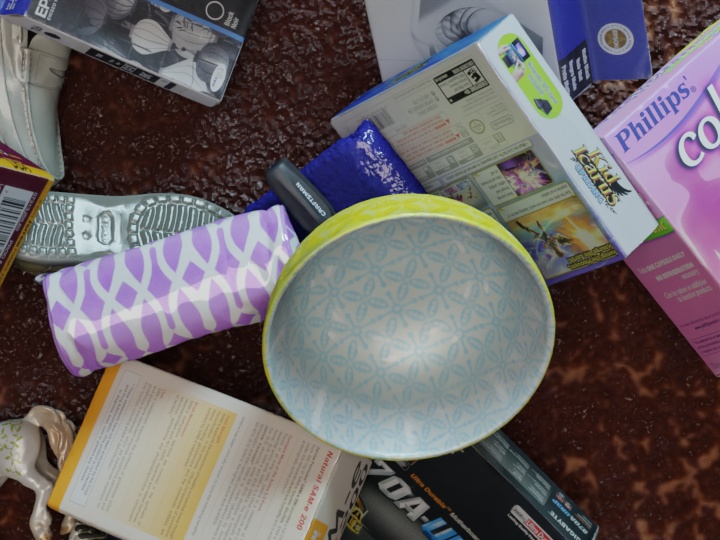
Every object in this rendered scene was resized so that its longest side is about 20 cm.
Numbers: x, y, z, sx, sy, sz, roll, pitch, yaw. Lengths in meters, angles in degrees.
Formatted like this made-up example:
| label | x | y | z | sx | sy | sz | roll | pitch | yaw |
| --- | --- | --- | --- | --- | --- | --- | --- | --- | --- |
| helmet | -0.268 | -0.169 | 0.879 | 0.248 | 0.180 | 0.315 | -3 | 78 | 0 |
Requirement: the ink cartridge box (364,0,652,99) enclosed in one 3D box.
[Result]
| label | x | y | z | sx | sy | sz | roll | pitch | yaw |
| --- | --- | --- | --- | --- | --- | --- | --- | --- | --- |
| ink cartridge box | 0.095 | -0.208 | 1.570 | 0.199 | 0.041 | 0.200 | 2 | 128 | 22 |

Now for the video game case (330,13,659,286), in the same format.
| label | x | y | z | sx | sy | sz | roll | pitch | yaw |
| --- | --- | --- | --- | --- | --- | --- | --- | --- | --- |
| video game case | 0.092 | -0.071 | 1.582 | 0.045 | 0.200 | 0.182 | -41 | 100 | -32 |

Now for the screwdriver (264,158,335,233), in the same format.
| label | x | y | z | sx | sy | sz | roll | pitch | yaw |
| --- | --- | --- | --- | --- | --- | --- | --- | --- | --- |
| screwdriver | 0.000 | 0.000 | 1.605 | 0.028 | 0.029 | 0.200 | -36 | 95 | 35 |

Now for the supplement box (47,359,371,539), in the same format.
| label | x | y | z | sx | sy | sz | roll | pitch | yaw |
| --- | --- | --- | --- | --- | --- | --- | --- | --- | --- |
| supplement box | -0.109 | 0.155 | 1.617 | 0.199 | 0.074 | 0.126 | 20 | 81 | 21 |

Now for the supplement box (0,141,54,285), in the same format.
| label | x | y | z | sx | sy | sz | roll | pitch | yaw |
| --- | --- | --- | --- | --- | --- | --- | --- | --- | --- |
| supplement box | -0.337 | -0.071 | 1.615 | 0.200 | 0.086 | 0.111 | 32 | 98 | 26 |

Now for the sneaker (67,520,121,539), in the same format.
| label | x | y | z | sx | sy | sz | roll | pitch | yaw |
| --- | --- | --- | --- | --- | --- | --- | --- | --- | --- |
| sneaker | -0.139 | 0.262 | 1.696 | 0.200 | 0.079 | 0.089 | 26 | 114 | -1 |

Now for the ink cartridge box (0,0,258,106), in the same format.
| label | x | y | z | sx | sy | sz | roll | pitch | yaw |
| --- | --- | --- | --- | --- | --- | --- | --- | --- | --- |
| ink cartridge box | -0.178 | -0.203 | 1.623 | 0.199 | 0.039 | 0.100 | 21 | 81 | -14 |

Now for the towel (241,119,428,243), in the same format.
| label | x | y | z | sx | sy | sz | roll | pitch | yaw |
| --- | --- | --- | --- | --- | --- | --- | --- | --- | --- |
| towel | 0.018 | 0.000 | 1.644 | 0.148 | 0.050 | 0.200 | -33 | 98 | 34 |

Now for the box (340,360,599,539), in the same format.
| label | x | y | z | sx | sy | sz | roll | pitch | yaw |
| --- | --- | --- | --- | --- | --- | --- | --- | --- | --- |
| box | 0.053 | 0.176 | 1.655 | 0.200 | 0.046 | 0.159 | 45 | 121 | -3 |

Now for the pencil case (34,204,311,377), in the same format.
| label | x | y | z | sx | sy | sz | roll | pitch | yaw |
| --- | --- | --- | --- | --- | --- | --- | --- | --- | --- |
| pencil case | -0.130 | 0.017 | 1.594 | 0.199 | 0.086 | 0.084 | -16 | 64 | 6 |

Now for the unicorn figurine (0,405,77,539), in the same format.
| label | x | y | z | sx | sy | sz | roll | pitch | yaw |
| --- | --- | --- | --- | --- | --- | --- | --- | --- | --- |
| unicorn figurine | -0.302 | 0.164 | 1.692 | 0.200 | 0.074 | 0.138 | -27 | 95 | -12 |

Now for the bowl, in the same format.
| label | x | y | z | sx | sy | sz | roll | pitch | yaw |
| --- | --- | --- | --- | --- | --- | --- | --- | --- | --- |
| bowl | 0.028 | 0.021 | 1.540 | 0.199 | 0.108 | 0.201 | -3 | 122 | -4 |

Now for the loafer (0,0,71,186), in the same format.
| label | x | y | z | sx | sy | sz | roll | pitch | yaw |
| --- | --- | --- | --- | --- | --- | --- | --- | --- | --- |
| loafer | -0.246 | -0.160 | 1.649 | 0.070 | 0.070 | 0.201 | -11 | 95 | 12 |

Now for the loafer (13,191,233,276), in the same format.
| label | x | y | z | sx | sy | sz | roll | pitch | yaw |
| --- | --- | --- | --- | --- | --- | --- | --- | --- | --- |
| loafer | -0.174 | -0.017 | 1.670 | 0.199 | 0.070 | 0.075 | 10 | 68 | -10 |

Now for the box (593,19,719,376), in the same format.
| label | x | y | z | sx | sy | sz | roll | pitch | yaw |
| --- | --- | --- | --- | --- | --- | --- | --- | --- | --- |
| box | 0.273 | -0.060 | 1.592 | 0.176 | 0.097 | 0.200 | -40 | 93 | -21 |
